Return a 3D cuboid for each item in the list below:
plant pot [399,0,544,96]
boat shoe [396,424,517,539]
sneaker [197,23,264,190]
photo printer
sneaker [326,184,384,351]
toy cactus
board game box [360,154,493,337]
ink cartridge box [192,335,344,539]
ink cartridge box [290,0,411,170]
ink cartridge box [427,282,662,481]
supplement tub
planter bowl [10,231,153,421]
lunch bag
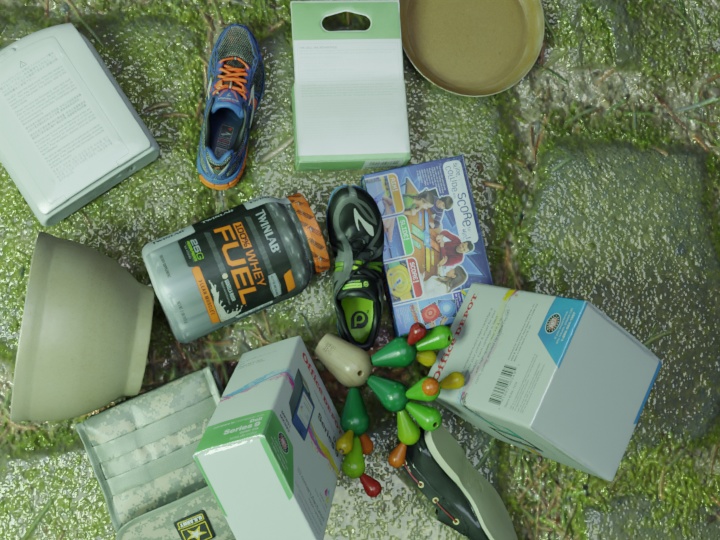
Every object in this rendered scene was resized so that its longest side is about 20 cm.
[{"bbox_3d":[0.140,-0.320,1.247,0.196,0.027,0.205,1,83,-8],"label":"plant pot"},{"bbox_3d":[0.119,0.273,1.148,0.063,0.074,0.203,-33,99,24],"label":"boat shoe"},{"bbox_3d":[-0.154,-0.202,1.162,0.074,0.078,0.205,5,82,-8],"label":"sneaker"},{"bbox_3d":[-0.357,-0.179,1.134,0.165,0.069,0.202,-35,88,-11],"label":"photo printer"},{"bbox_3d":[0.000,0.000,1.130,0.069,0.083,0.204,-4,102,-6],"label":"sneaker"},{"bbox_3d":[0.017,0.132,1.078,0.164,0.102,0.202,33,97,14],"label":"toy cactus"},{"bbox_3d":[0.086,-0.031,1.194,0.133,0.034,0.204,-11,85,-9],"label":"board game box"},{"bbox_3d":[-0.089,0.187,1.036,0.086,0.201,0.147,-18,110,14],"label":"ink cartridge box"},{"bbox_3d":[-0.016,-0.230,1.201,0.142,0.048,0.205,-3,82,-9],"label":"ink cartridge box"},{"bbox_3d":[0.200,0.119,1.088,0.145,0.199,0.149,33,78,-29],"label":"ink cartridge box"},{"bbox_3d":[-0.142,-0.008,1.115,0.197,0.123,0.124,-24,86,-11],"label":"supplement tub"},{"bbox_3d":[-0.298,0.070,1.052,0.132,0.200,0.205,9,81,-16],"label":"planter bowl"},{"bbox_3d":[-0.205,0.230,1.078,0.161,0.118,0.203,-21,90,-7],"label":"lunch bag"}]
